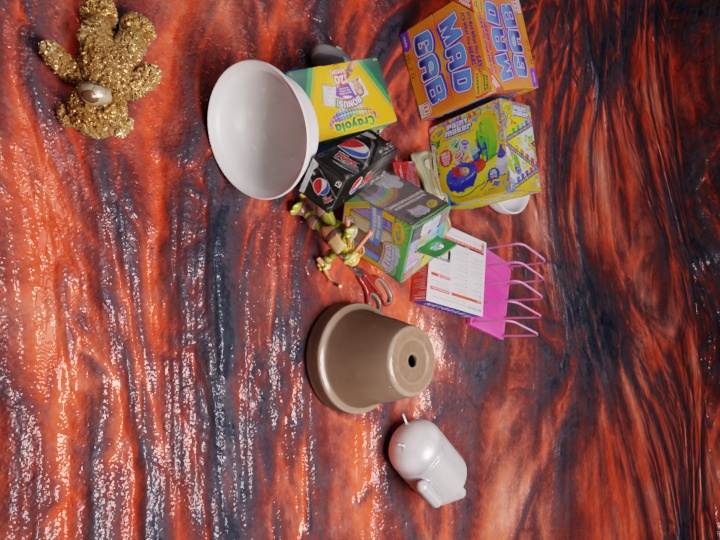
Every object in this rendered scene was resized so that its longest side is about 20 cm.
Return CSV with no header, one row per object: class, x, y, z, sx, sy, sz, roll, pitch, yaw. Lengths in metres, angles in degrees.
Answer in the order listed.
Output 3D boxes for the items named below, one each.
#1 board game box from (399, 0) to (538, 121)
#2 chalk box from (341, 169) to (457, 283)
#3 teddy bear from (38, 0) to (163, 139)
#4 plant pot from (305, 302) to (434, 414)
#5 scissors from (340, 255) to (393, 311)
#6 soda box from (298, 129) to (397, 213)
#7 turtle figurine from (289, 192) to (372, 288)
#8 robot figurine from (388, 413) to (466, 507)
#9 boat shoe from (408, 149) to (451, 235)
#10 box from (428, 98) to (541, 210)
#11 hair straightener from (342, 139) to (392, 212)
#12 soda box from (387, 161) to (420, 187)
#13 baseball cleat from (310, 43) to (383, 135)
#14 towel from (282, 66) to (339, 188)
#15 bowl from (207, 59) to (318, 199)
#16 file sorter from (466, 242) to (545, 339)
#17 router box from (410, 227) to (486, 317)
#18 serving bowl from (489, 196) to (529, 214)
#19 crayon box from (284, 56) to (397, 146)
board game box,0.245,-0.473,1.150,0.199,0.199,0.202,-21,98,-41
chalk box,0.077,-0.073,0.926,0.124,0.199,0.125,-31,144,-39
teddy bear,-0.345,-0.281,0.690,0.145,0.067,0.201,36,61,-29
plant pot,0.032,0.152,0.888,0.199,0.174,0.202,7,79,-40
scissors,0.000,0.000,0.992,0.073,0.014,0.201,-45,112,-33
soda box,-0.015,-0.168,0.838,0.063,0.071,0.200,37,37,7
turtle figurine,-0.044,-0.069,0.865,0.064,0.200,0.162,-33,82,-29
robot figurine,0.129,0.369,0.984,0.201,0.112,0.170,53,17,-22
boat shoe,0.157,-0.168,1.073,0.063,0.073,0.202,-16,64,-4
box,0.275,-0.251,1.144,0.121,0.199,0.195,-5,86,-41
hair straightener,-0.001,-0.202,1.008,0.077,0.041,0.201,37,66,-31
soda box,0.091,-0.119,1.050,0.070,0.063,0.202,-13,91,-40
baseball cleat,-0.021,-0.338,0.969,0.199,0.070,0.107,35,53,-25
towel,-0.103,-0.253,0.911,0.112,0.048,0.201,-39,108,-36
bowl,-0.136,-0.218,0.794,0.090,0.200,0.203,-30,104,-55
file sorter,0.358,0.050,1.224,0.138,0.125,0.202,25,68,-37
router box,0.202,0.000,1.144,0.199,0.049,0.181,18,73,-38
serving bowl,0.355,-0.239,1.302,0.199,0.066,0.202,7,79,-40
crayon box,-0.040,-0.292,0.888,0.199,0.058,0.120,-25,101,-33
